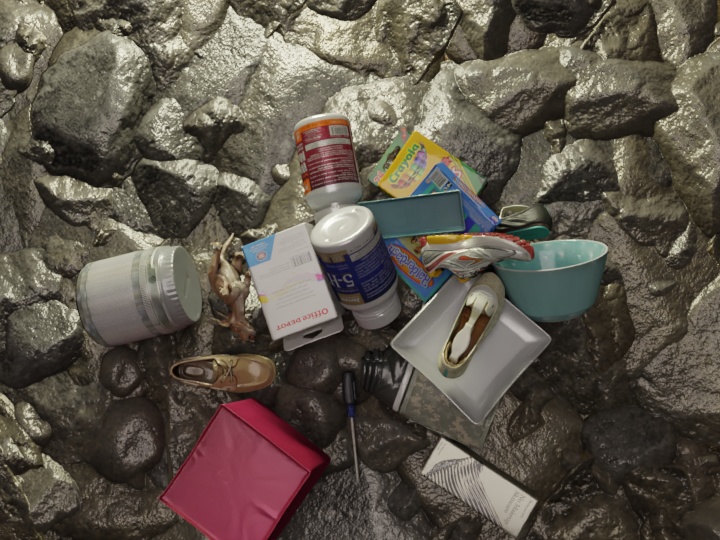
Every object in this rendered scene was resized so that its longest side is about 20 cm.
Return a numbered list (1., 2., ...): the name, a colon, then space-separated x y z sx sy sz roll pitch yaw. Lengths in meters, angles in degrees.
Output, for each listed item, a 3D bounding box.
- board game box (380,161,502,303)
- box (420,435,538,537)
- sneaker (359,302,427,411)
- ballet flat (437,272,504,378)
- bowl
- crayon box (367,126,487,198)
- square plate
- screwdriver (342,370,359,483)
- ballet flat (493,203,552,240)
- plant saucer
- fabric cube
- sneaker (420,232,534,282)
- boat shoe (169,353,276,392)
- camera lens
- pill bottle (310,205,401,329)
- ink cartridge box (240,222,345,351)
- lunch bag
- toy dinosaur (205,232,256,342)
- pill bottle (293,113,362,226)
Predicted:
1. board game box: 0.131 -0.066 1.438 0.152 0.045 0.200 46 116 8
2. box: 0.208 0.376 1.420 0.198 0.068 0.083 31 90 10
3. sneaker: 0.058 0.144 1.463 0.098 0.071 0.203 19 87 10
4. ballet flat: 0.187 0.086 1.321 0.067 0.063 0.202 23 72 12
5. bowl: 0.330 0.022 1.391 0.197 0.201 0.107 -7 103 7
6. crayon box: 0.121 -0.167 1.495 0.199 0.051 0.128 35 90 10
7. square plate: 0.185 0.122 1.356 0.200 0.029 0.198 41 77 16
8. screwdriver: -0.015 0.286 1.477 0.027 0.029 0.204 -6 79 7
9. ballet flat: 0.249 -0.076 1.459 0.197 0.068 0.069 -12 59 20
10. plant saucer: 0.089 -0.096 1.416 0.197 0.019 0.071 -5 100 25
11. fabric cube: -0.195 0.364 1.413 0.195 0.199 0.201 35 90 9
12. sneaker: 0.196 -0.022 1.351 0.197 0.077 0.084 -1 91 31
13. boat shoe: -0.257 0.193 1.505 0.196 0.065 0.073 -3 84 8
14. camera lens: -0.412 0.047 1.493 0.197 0.160 0.163 -13 83 7
15. pill bottle: 0.000 0.000 1.422 0.118 0.120 0.202 -22 122 5
16. ink cartridge box: -0.114 0.032 1.465 0.127 0.125 0.203 -19 88 7
17. lunch bag: 0.173 0.197 1.418 0.162 0.118 0.203 22 83 11
18. toy dinosaur: -0.253 0.031 1.520 0.085 0.136 0.202 -3 56 -29
19. pill bottle: -0.055 -0.178 1.491 0.108 0.110 0.204 -11 83 7
